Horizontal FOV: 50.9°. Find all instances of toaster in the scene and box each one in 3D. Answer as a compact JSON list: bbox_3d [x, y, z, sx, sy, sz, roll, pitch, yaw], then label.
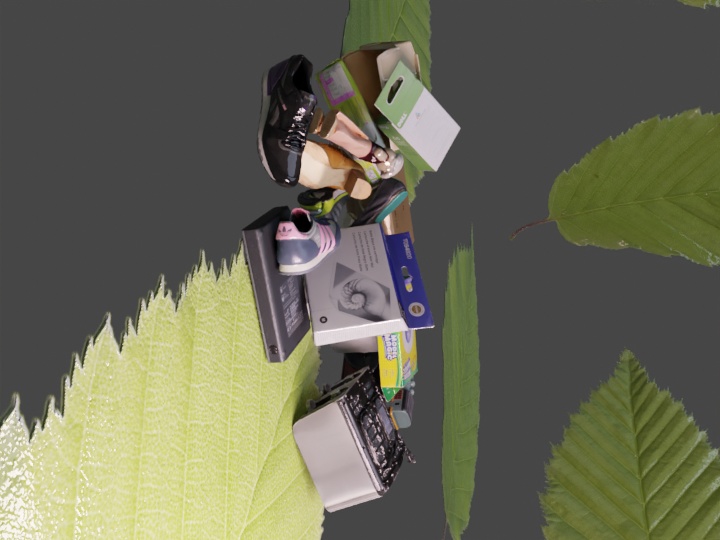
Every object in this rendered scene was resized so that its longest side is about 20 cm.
[{"bbox_3d":[-0.010,0.286,1.271,0.204,0.116,0.181,65,19,-3],"label":"toaster"}]

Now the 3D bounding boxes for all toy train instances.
[{"bbox_3d":[0.062,0.246,1.595,0.203,0.111,0.087,-78,157,-44],"label":"toy train"}]

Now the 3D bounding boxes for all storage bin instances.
[{"bbox_3d":[0.047,-0.362,1.564,0.199,0.091,0.204,-147,-136,-64],"label":"storage bin"}]

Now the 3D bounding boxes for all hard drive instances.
[{"bbox_3d":[-0.124,0.017,1.152,0.140,0.032,0.206,-51,135,-67],"label":"hard drive"}]

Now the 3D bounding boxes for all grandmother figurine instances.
[{"bbox_3d":[0.005,-0.212,1.294,0.198,0.121,0.062,22,103,-45],"label":"grandmother figurine"}]

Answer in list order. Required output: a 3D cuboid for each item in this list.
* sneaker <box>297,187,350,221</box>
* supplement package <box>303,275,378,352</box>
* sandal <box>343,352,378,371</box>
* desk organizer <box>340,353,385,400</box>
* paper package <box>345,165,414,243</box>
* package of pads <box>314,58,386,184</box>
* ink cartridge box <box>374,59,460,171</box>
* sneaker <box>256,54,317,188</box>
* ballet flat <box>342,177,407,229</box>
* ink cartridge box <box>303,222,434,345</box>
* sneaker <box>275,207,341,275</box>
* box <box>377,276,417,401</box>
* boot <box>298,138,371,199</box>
[{"bbox_3d":[-0.066,-0.109,1.351,0.200,0.072,0.083,-45,142,-65],"label":"sneaker"},{"bbox_3d":[-0.015,0.052,1.366,0.201,0.118,0.123,62,30,-55],"label":"supplement package"},{"bbox_3d":[0.002,0.107,1.492,0.049,0.073,0.205,100,-10,-52],"label":"sandal"},{"bbox_3d":[0.002,0.259,1.450,0.072,0.075,0.204,65,26,-50],"label":"desk organizer"},{"bbox_3d":[0.041,-0.128,1.643,0.191,0.100,0.206,-53,136,-64],"label":"paper package"},{"bbox_3d":[-0.009,-0.287,1.457,0.204,0.067,0.154,66,8,20],"label":"package of pads"},{"bbox_3d":[0.096,-0.294,1.448,0.199,0.059,0.105,40,77,-34],"label":"ink cartridge box"},{"bbox_3d":[-0.106,-0.232,1.152,0.075,0.086,0.206,8,72,-44],"label":"sneaker"},{"bbox_3d":[0.011,-0.105,1.495,0.073,0.201,0.073,38,12,-10],"label":"ballet flat"},{"bbox_3d":[0.007,0.014,1.220,0.041,0.194,0.203,91,-12,-53],"label":"ink cartridge box"},{"bbox_3d":[-0.076,-0.062,1.158,0.200,0.068,0.084,-59,144,-66],"label":"sneaker"},{"bbox_3d":[0.065,0.119,1.341,0.117,0.047,0.207,-25,113,-71],"label":"box"},{"bbox_3d":[-0.077,-0.192,1.306,0.198,0.072,0.145,23,17,-30],"label":"boot"}]
